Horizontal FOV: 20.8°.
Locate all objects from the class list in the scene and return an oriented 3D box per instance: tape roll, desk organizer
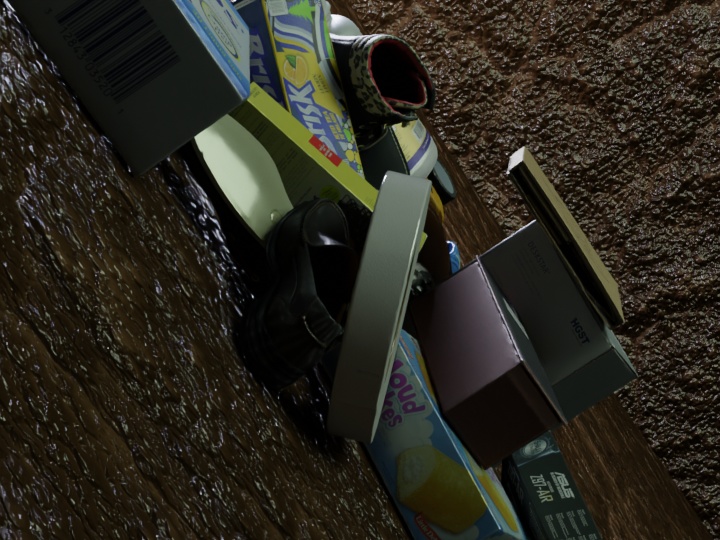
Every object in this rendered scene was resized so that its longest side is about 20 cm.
[{"bbox_3d":[0.014,0.028,1.448,0.037,0.204,0.203,14,9,3],"label":"tape roll"},{"bbox_3d":[0.101,0.074,1.619,0.072,0.077,0.200,54,8,-24],"label":"desk organizer"}]

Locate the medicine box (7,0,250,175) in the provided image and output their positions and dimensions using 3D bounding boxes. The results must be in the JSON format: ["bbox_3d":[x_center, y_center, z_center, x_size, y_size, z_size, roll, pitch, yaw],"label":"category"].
[{"bbox_3d":[-0.170,-0.195,1.418,0.183,0.103,0.200,54,10,-20],"label":"medicine box"}]

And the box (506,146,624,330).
[{"bbox_3d":[0.184,-0.033,1.754,0.164,0.021,0.200,56,8,-3],"label":"box"}]

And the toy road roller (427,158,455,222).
[{"bbox_3d":[0.008,-0.098,2.009,0.201,0.122,0.146,55,16,-19],"label":"toy road roller"}]

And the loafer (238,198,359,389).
[{"bbox_3d":[-0.028,0.006,1.422,0.073,0.072,0.201,48,29,-24],"label":"loafer"}]

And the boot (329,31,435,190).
[{"bbox_3d":[0.012,-0.132,1.714,0.153,0.074,0.204,14,-35,53],"label":"boot"}]

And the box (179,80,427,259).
[{"bbox_3d":[-0.045,-0.063,1.563,0.200,0.075,0.050,41,21,-3],"label":"box"}]

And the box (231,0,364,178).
[{"bbox_3d":[-0.055,-0.135,1.643,0.064,0.070,0.202,-11,87,-38],"label":"box"}]

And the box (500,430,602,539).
[{"bbox_3d":[0.162,0.256,1.619,0.200,0.043,0.161,-112,-162,-53],"label":"box"}]

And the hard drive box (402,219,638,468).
[{"bbox_3d":[0.122,0.077,1.755,0.077,0.199,0.156,44,16,-55],"label":"hard drive box"}]

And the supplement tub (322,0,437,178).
[{"bbox_3d":[-0.035,-0.150,1.866,0.201,0.145,0.146,54,9,-17],"label":"supplement tub"}]

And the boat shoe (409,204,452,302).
[{"bbox_3d":[0.055,0.023,1.859,0.070,0.070,0.202,-76,162,-69],"label":"boat shoe"}]

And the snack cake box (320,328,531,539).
[{"bbox_3d":[0.054,0.146,1.575,0.201,0.067,0.115,61,10,21],"label":"snack cake box"}]

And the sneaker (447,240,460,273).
[{"bbox_3d":[0.072,0.036,1.932,0.200,0.105,0.076,54,10,-21],"label":"sneaker"}]

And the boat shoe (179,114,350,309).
[{"bbox_3d":[-0.081,-0.036,1.502,0.202,0.063,0.074,52,40,-22],"label":"boat shoe"}]

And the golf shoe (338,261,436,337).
[{"bbox_3d":[0.000,0.000,1.683,0.095,0.078,0.200,54,18,8],"label":"golf shoe"}]
